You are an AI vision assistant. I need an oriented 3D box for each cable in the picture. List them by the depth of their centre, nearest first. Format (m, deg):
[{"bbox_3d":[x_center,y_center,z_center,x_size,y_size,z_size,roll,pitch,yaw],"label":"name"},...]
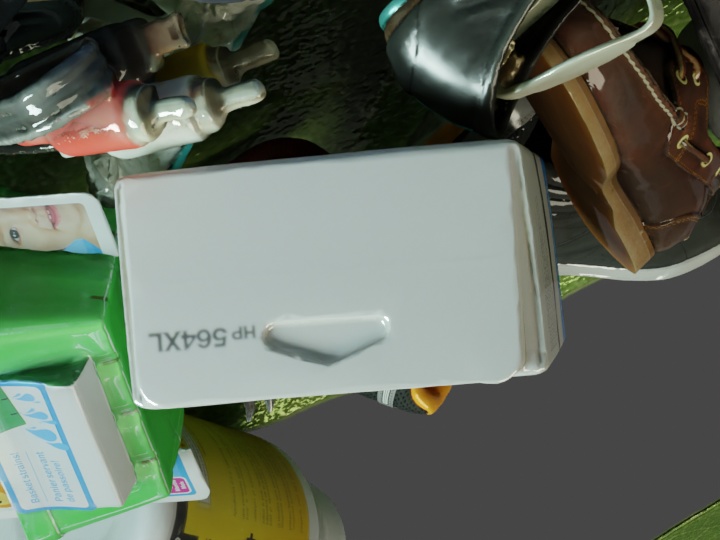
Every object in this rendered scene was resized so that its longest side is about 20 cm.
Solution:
[{"bbox_3d":[-0.127,-0.042,0.844,0.199,0.051,0.097,-20,-172,29],"label":"cable"}]

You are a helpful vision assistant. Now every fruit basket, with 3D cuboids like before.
[{"bbox_3d":[-0.175,0.047,0.944,0.198,0.094,0.186,-9,134,6],"label":"fruit basket"}]

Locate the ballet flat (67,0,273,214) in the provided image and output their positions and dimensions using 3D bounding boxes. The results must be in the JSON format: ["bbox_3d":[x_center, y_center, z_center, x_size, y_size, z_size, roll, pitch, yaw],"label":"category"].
[{"bbox_3d":[-0.069,-0.100,0.884,0.071,0.072,0.200,-3,144,-39],"label":"ballet flat"}]

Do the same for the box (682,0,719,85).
[{"bbox_3d":[0.243,-0.094,0.945,0.199,0.050,0.199,-19,132,16],"label":"box"}]

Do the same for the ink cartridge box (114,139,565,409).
[{"bbox_3d":[0.000,0.000,0.903,0.145,0.085,0.200,-5,180,6],"label":"ink cartridge box"}]

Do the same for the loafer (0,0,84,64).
[{"bbox_3d":[-0.183,-0.071,0.818,0.199,0.063,0.072,-10,151,-29],"label":"loafer"}]

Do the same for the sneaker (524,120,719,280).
[{"bbox_3d":[0.127,-0.047,1.129,0.199,0.071,0.099,-5,153,-28],"label":"sneaker"}]

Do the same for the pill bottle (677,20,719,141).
[{"bbox_3d":[0.234,-0.131,1.021,0.115,0.116,0.200,3,142,-45],"label":"pill bottle"}]

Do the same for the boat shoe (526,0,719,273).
[{"bbox_3d":[0.107,-0.068,0.971,0.070,0.071,0.200,-38,156,0],"label":"boat shoe"}]

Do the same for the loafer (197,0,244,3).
[{"bbox_3d":[0.019,-0.154,0.774,0.199,0.063,0.072,-26,148,14],"label":"loafer"}]

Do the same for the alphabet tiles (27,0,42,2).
[{"bbox_3d":[-0.098,-0.148,0.737,0.166,0.008,0.200,-9,150,-31],"label":"alphabet tiles"}]

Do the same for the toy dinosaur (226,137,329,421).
[{"bbox_3d":[-0.092,0.010,1.032,0.199,0.105,0.182,20,111,-42],"label":"toy dinosaur"}]

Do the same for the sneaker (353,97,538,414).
[{"bbox_3d":[0.039,-0.017,1.060,0.200,0.077,0.078,-59,178,39],"label":"sneaker"}]

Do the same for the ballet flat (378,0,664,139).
[{"bbox_3d":[0.094,-0.120,0.814,0.200,0.069,0.068,-44,165,22],"label":"ballet flat"}]

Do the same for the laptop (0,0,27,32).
[{"bbox_3d":[-0.109,-0.102,0.682,0.200,0.104,0.177,-45,148,22],"label":"laptop"}]

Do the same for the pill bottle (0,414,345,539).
[{"bbox_3d":[-0.090,0.132,1.219,0.112,0.113,0.200,-35,152,19],"label":"pill bottle"}]

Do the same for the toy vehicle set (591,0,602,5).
[{"bbox_3d":[0.082,-0.149,0.887,0.124,0.027,0.200,-43,164,21],"label":"toy vehicle set"}]
